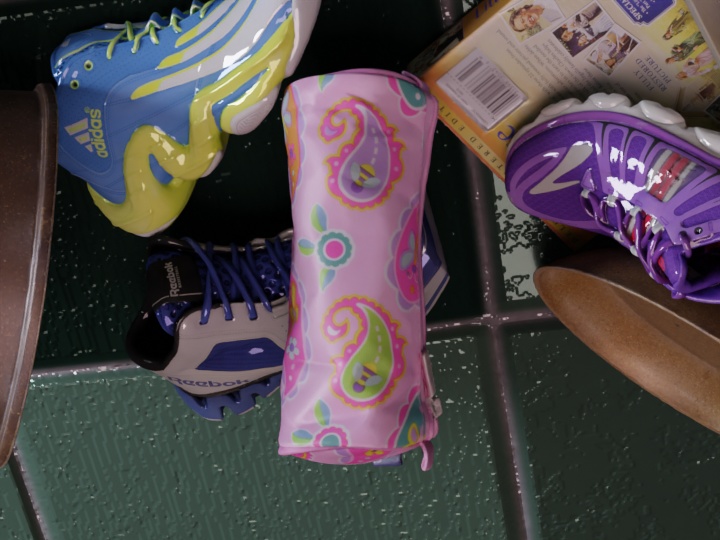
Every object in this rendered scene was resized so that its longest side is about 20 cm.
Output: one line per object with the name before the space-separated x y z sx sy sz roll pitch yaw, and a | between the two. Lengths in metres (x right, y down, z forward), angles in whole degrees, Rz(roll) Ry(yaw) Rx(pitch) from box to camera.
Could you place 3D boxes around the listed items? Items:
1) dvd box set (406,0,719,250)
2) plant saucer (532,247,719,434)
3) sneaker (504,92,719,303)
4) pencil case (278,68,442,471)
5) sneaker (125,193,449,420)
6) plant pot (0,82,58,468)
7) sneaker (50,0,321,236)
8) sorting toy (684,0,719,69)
dvd box set | 0.144 -0.116 0.876 0.199 0.030 0.146 -38 116 24
plant saucer | 0.188 0.042 0.917 0.200 0.200 0.036 39 80 -22
sneaker | 0.153 -0.030 0.830 0.198 0.084 0.081 15 142 34
pencil case | 0.000 0.000 0.844 0.086 0.087 0.203 -1 86 3
sneaker | -0.055 0.014 0.919 0.198 0.081 0.115 -31 149 22
plant pot | -0.267 -0.012 0.841 0.196 0.201 0.202 9 126 -18
sneaker | -0.103 -0.105 0.868 0.104 0.076 0.200 30 122 -16
sorting toy | 0.288 -0.116 0.821 0.198 0.070 0.201 -32 118 7
